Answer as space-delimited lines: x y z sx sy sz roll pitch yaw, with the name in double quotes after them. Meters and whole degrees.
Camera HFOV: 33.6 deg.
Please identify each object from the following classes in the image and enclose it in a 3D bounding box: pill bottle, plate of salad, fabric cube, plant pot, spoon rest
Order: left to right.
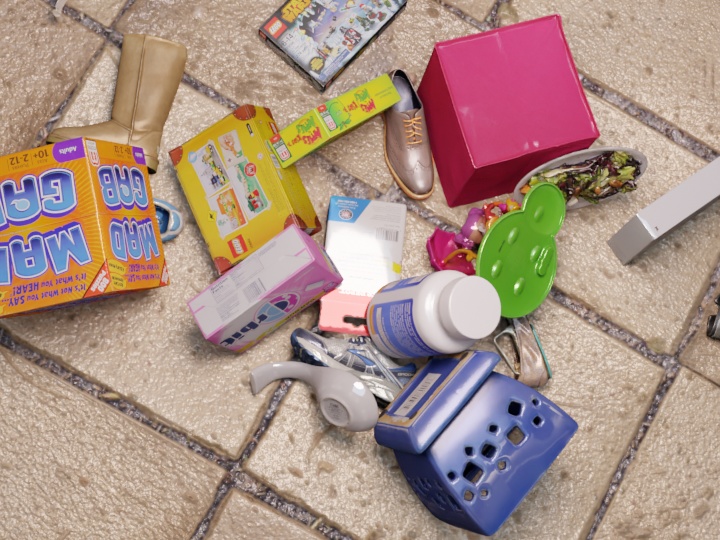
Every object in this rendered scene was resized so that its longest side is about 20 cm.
-0.059 0.168 1.674 0.199 0.100 0.061 15 39 28 "spoon rest"
0.101 0.059 1.617 0.111 0.200 0.113 4 82 -29 "pill bottle"
0.142 0.220 1.625 0.180 0.200 0.200 46 75 -11 "plant pot"
0.210 -0.231 1.753 0.199 0.199 0.197 -14 78 -9 "fabric cube"
0.323 -0.123 1.739 0.199 0.200 0.048 -8 67 -8 "plate of salad"

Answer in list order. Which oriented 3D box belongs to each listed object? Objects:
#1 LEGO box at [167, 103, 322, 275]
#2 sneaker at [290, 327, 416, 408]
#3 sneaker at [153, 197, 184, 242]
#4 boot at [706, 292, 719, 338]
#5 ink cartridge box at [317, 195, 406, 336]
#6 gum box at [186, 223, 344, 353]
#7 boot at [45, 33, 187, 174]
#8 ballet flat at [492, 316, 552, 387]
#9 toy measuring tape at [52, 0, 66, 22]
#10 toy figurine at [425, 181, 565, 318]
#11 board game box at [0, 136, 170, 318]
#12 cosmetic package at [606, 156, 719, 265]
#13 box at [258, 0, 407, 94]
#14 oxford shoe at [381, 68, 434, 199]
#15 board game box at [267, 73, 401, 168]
-0.167 -0.115 1.715 0.148 0.077 0.201 -28 80 23 "LEGO box"
-0.007 0.126 1.720 0.199 0.077 0.086 30 71 -9 "sneaker"
-0.354 -0.085 1.724 0.199 0.072 0.072 8 78 -3 "sneaker"
0.618 0.042 1.808 0.130 0.068 0.200 33 75 8 "boot"
0.000 0.000 1.745 0.115 0.067 0.201 7 77 -4 "ink cartridge box"
-0.136 0.033 1.665 0.200 0.113 0.066 -35 66 8 "gum box"
-0.360 -0.255 1.768 0.174 0.066 0.201 13 77 -16 "boot"
0.222 0.078 1.755 0.067 0.068 0.201 -16 78 -3 "ballet flat"
-0.391 -0.453 1.804 0.073 0.074 0.201 25 76 0 "toy measuring tape"
0.178 -0.043 1.718 0.150 0.184 0.201 33 79 -35 "toy figurine"
-0.401 -0.054 1.602 0.199 0.200 0.201 -12 89 12 "board game box"
0.476 -0.096 1.776 0.199 0.151 0.052 -33 83 -13 "cosmetic package"
-0.042 -0.389 1.842 0.137 0.040 0.200 41 77 5 "box"
0.069 -0.206 1.796 0.071 0.073 0.201 -15 80 -10 "oxford shoe"
-0.035 -0.217 1.718 0.048 0.101 0.200 59 39 -3 "board game box"
